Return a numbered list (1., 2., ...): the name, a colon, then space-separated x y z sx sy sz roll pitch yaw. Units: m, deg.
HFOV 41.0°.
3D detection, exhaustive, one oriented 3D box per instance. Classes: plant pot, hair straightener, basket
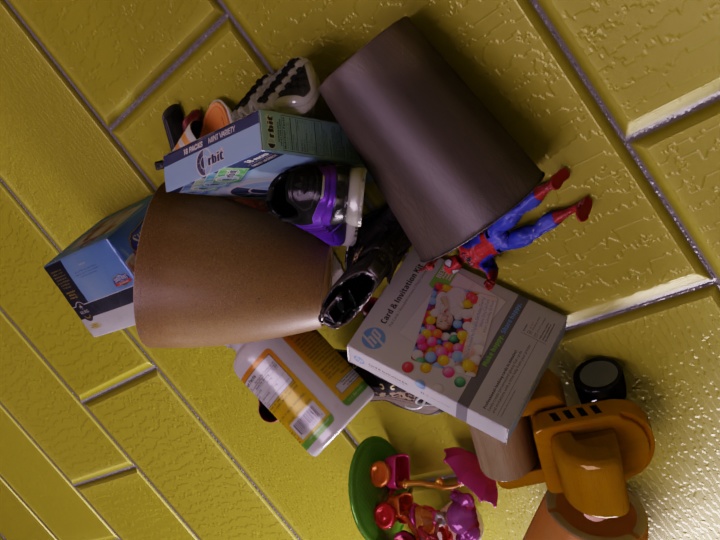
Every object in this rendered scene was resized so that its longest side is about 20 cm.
1. plant pot: 0.271 0.363 1.179 0.197 0.200 0.187 18 119 26
2. plant pot: -0.133 0.004 1.088 0.196 0.188 0.189 6 133 5
3. hair straightener: -0.229 -0.129 1.263 0.076 0.041 0.202 20 140 25
4. basket: 0.060 -0.131 0.947 0.201 0.136 0.180 53 155 -5

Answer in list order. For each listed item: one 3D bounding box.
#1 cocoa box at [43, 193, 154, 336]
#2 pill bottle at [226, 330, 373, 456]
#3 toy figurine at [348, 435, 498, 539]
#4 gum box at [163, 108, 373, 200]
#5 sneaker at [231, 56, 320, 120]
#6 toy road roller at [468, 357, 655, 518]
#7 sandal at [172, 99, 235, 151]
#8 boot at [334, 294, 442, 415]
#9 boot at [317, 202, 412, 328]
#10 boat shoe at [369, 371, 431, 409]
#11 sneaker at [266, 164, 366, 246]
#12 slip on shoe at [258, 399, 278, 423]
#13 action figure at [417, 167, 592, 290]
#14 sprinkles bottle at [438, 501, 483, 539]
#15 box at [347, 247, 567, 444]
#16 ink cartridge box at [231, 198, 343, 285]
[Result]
1. cocoa box: -0.328 -0.009 1.367 0.198 0.134 0.132 -16 114 46
2. pill bottle: -0.087 0.120 1.194 0.200 0.111 0.111 46 141 5
3. toy figurine: 0.099 0.316 1.295 0.181 0.149 0.204 -13 76 32
4. gum box: -0.082 -0.115 1.032 0.168 0.198 0.046 -14 79 44
5. sneaker: -0.075 -0.174 1.037 0.081 0.075 0.200 44 170 -17
6. toy road roller: 0.221 0.195 1.055 0.196 0.147 0.125 -13 121 11
7. sandal: -0.208 -0.107 1.174 0.079 0.058 0.209 43 118 40
8. boot: 0.021 0.098 1.223 0.197 0.073 0.153 14 134 25
9. boot: 0.000 0.000 1.072 0.069 0.175 0.200 37 141 -2
10. boat shoe: 0.095 0.129 1.140 0.196 0.062 0.076 19 128 -12
11. sneaker: -0.048 -0.072 0.993 0.097 0.071 0.200 4 172 -4
12. slip on shoe: -0.121 0.147 1.393 0.073 0.061 0.202 26 136 21
13. action figure: 0.140 -0.024 1.004 0.065 0.099 0.199 48 142 -7
14. sprinkles bottle: 0.112 0.406 1.426 0.068 0.068 0.201 38 141 5
15. box: 0.108 0.077 1.067 0.197 0.157 0.041 25 150 20
16. ink cartridge box: -0.106 -0.022 1.225 0.115 0.068 0.202 -16 113 46
